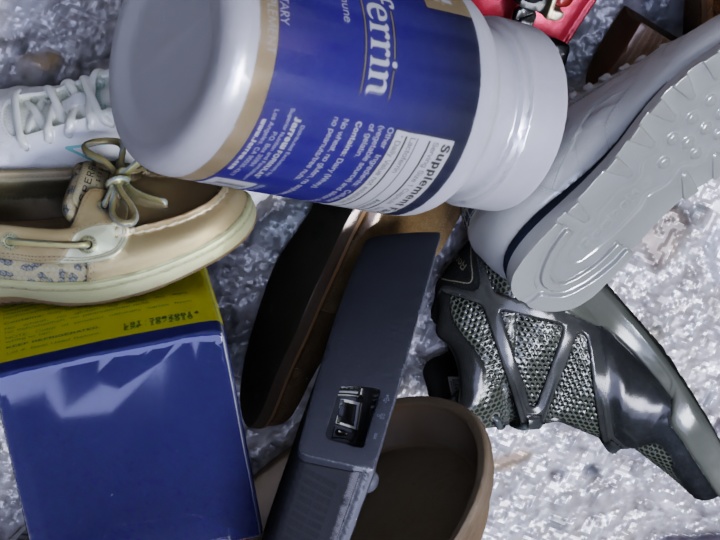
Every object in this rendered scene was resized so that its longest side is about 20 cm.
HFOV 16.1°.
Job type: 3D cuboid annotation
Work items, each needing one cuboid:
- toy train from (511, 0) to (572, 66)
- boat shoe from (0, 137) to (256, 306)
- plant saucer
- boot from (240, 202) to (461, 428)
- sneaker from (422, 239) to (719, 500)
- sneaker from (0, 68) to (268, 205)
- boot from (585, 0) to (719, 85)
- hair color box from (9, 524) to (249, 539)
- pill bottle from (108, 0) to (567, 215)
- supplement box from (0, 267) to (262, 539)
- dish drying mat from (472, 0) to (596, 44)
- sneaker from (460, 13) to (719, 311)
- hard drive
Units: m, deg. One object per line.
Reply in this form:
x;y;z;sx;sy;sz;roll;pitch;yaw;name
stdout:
0.103;-0.160;1.282;0.046;0.034;0.200;12;107;-17;toy train
-0.150;-0.023;1.208;0.200;0.073;0.063;-10;117;5;boat shoe
-0.014;0.143;1.284;0.200;0.200;0.029;-35;115;4;plant saucer
0.000;0.000;1.324;0.075;0.074;0.200;21;102;-25;boot
0.110;0.066;1.361;0.114;0.076;0.199;-42;107;8;sneaker
-0.135;-0.073;1.259;0.200;0.070;0.080;-1;150;-14;sneaker
0.230;-0.131;1.308;0.155;0.077;0.200;28;105;-16;boot
-0.153;0.172;1.333;0.064;0.111;0.200;41;98;-20;hair color box
-0.007;-0.088;1.199;0.200;0.116;0.116;9;109;-35;pill bottle
-0.120;0.053;1.248;0.109;0.200;0.110;-11;111;-5;supplement box
0.038;-0.189;1.290;0.200;0.018;0.077;30;102;-17;dish drying mat
0.134;-0.072;1.270;0.200;0.081;0.076;-41;133;5;sneaker
-0.008;0.076;1.219;0.042;0.200;0.135;18;124;0;hard drive
